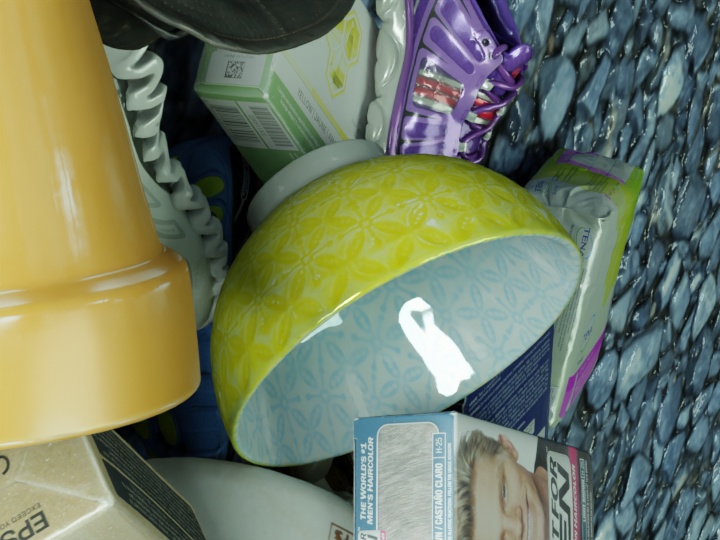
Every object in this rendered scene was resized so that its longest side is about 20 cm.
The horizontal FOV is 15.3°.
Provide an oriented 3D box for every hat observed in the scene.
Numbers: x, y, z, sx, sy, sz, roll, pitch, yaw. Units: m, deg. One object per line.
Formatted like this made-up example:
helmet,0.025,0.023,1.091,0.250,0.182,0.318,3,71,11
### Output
hat,-0.098,-0.151,1.225,0.081,0.201,0.200,-48,169,33

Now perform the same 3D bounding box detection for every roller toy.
roller toy,-0.071,0.183,1.397,0.183,0.199,0.140,94,7,-62

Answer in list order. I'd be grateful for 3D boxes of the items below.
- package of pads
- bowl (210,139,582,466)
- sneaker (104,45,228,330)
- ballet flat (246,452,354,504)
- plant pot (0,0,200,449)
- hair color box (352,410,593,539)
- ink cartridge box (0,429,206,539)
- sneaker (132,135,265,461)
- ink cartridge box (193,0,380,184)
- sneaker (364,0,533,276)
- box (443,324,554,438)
package of pads,0.135,0.005,1.786,0.200,0.068,0.155,-44,148,-72
bowl,0.000,0.000,1.347,0.199,0.108,0.200,-26,157,-12
sneaker,-0.125,-0.037,1.313,0.081,0.075,0.200,-47,138,-27
ballet flat,-0.026,0.119,1.489,0.068,0.067,0.201,-28,92,-26
plant pot,-0.171,-0.035,1.100,0.200,0.199,0.184,-19,108,-58
hair color box,0.063,0.136,1.414,0.200,0.060,0.101,20,68,-63
ink cartridge box,-0.175,0.156,1.210,0.200,0.075,0.165,-32,148,3
sneaker,-0.076,0.025,1.435,0.083,0.071,0.201,-18,119,-52
ink cartridge box,-0.023,-0.147,1.403,0.146,0.048,0.201,53,47,-59
sneaker,0.051,-0.093,1.425,0.081,0.083,0.201,-16,109,-67
box,0.073,0.104,1.550,0.121,0.032,0.201,-41,140,-51
